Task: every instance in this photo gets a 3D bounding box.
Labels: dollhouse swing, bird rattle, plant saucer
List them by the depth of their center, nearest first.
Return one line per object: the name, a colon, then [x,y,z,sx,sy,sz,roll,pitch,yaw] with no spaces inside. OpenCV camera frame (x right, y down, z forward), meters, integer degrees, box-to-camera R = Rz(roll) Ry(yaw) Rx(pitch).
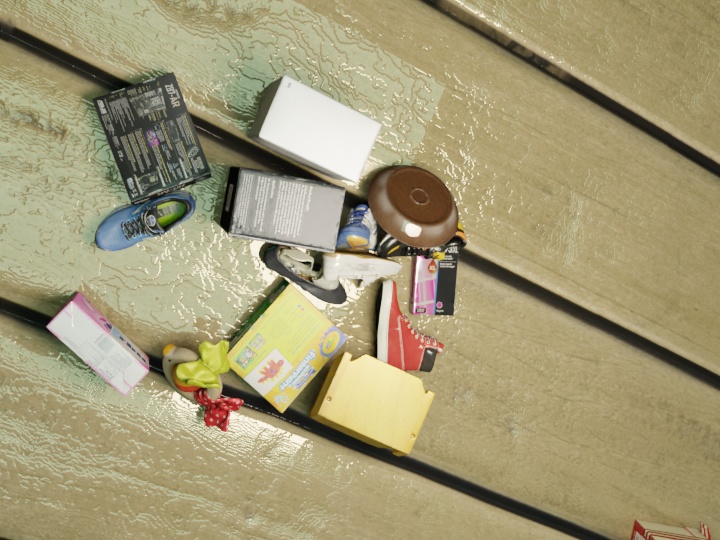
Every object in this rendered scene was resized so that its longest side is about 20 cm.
bird rattle: [-0.306,0.210,1.521,0.161,0.202,0.113,21,54,19]
plant saucer: [0.112,-0.138,1.566,0.197,0.037,0.203,10,55,-15]
dollhouse swing: [0.012,0.261,1.578,0.198,0.176,0.184,25,89,-10]

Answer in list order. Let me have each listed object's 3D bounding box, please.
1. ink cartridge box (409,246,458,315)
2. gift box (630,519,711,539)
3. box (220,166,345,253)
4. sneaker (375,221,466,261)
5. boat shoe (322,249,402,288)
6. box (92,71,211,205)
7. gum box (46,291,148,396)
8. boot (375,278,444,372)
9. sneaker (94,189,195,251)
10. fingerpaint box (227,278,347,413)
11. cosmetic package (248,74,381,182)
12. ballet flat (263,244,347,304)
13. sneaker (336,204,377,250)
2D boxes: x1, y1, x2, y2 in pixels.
ink cartridge box: [0.156,-0.007,1.660,0.093,0.037,0.204,2,95,-14]
gift box: [0.733,0.684,1.829,0.183,0.200,0.188,11,99,0]
box: [-0.150,-0.116,1.470,0.193,0.200,0.126,11,95,-16]
sneaker: [0.128,-0.055,1.585,0.198,0.070,0.091,-23,70,-26]
boat shoe: [0.000,0.000,1.578,0.198,0.070,0.071,6,98,-40]
box: [-0.384,-0.244,1.460,0.158,0.044,0.203,-22,91,-11]
gum box: [-0.479,0.138,1.468,0.066,0.113,0.200,-44,105,-5]
boot: [0.102,0.115,1.631,0.142,0.073,0.204,-1,105,-3]
sneaker: [-0.402,-0.095,1.471,0.198,0.089,0.080,-27,102,-10]
fingerpaint box: [-0.153,0.149,1.577,0.167,0.073,0.200,43,86,-15]
cosmetic package: [-0.091,-0.260,1.474,0.197,0.200,0.125,23,91,-16]
ballet flat: [-0.099,0.004,1.564,0.198,0.073,0.074,30,89,-19]
sneaker: [-0.010,-0.085,1.530,0.074,0.200,0.090,2,90,8]
